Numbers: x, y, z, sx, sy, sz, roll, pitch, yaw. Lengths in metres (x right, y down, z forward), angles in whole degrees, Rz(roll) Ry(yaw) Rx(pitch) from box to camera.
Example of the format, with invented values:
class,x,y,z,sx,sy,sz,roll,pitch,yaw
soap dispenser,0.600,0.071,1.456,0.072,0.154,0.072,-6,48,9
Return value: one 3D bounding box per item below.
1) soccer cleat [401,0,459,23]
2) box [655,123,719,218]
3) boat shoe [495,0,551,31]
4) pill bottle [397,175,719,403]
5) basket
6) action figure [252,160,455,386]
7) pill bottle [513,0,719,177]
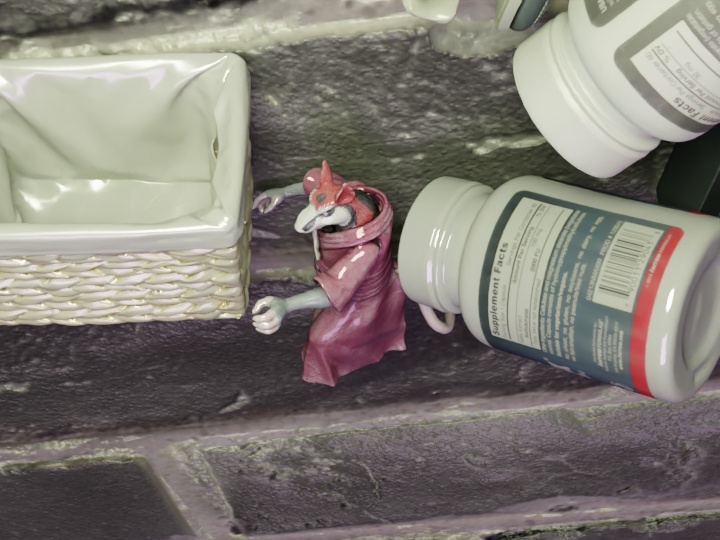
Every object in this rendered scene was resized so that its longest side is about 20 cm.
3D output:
class,x,y,z,sx,sy,sz,roll,pitch,yaw
soccer cleat,0.065,-0.207,0.707,0.070,0.086,0.200,9,144,-13
box,0.284,-0.078,0.905,0.141,0.079,0.200,1,146,-6
boat shoe,0.124,-0.196,0.738,0.062,0.073,0.200,12,138,-11
pill bottle,0.132,0.003,0.921,0.200,0.120,0.120,17,156,31
basket,-0.166,-0.047,0.898,0.200,0.136,0.123,-1,149,2
action figure,0.000,0.000,0.966,0.149,0.134,0.200,-2,148,-1
pill bottle,0.186,-0.142,0.771,0.113,0.113,0.200,27,133,-34
